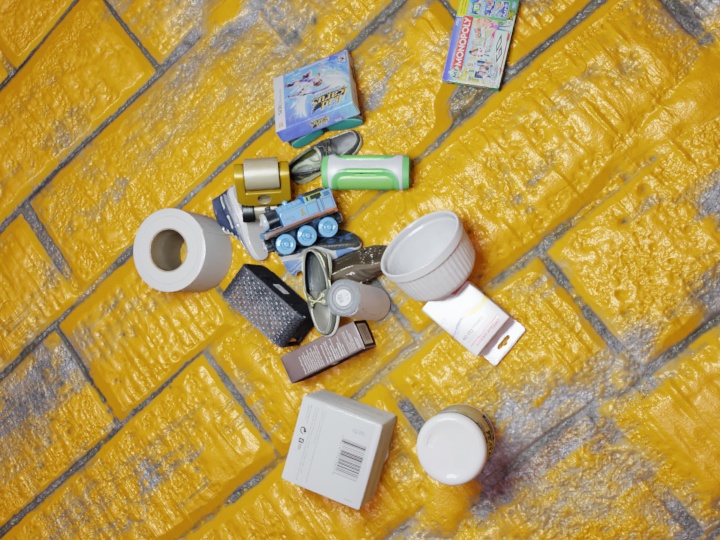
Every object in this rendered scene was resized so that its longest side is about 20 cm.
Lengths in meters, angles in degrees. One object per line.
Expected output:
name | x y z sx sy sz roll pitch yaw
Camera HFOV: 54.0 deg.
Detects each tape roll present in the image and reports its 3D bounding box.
tape roll | -0.437 -0.046 1.744 0.202 0.139 0.203 -1 88 18

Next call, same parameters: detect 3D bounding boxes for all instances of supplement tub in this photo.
supplement tub | 0.206 0.360 1.490 0.144 0.200 0.145 -1 88 18

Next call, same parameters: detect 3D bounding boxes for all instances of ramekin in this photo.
ramekin | 0.154 -0.025 1.530 0.200 0.200 0.105 -34 117 13

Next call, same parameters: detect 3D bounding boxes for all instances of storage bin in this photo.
storage bin | -0.209 0.081 1.667 0.200 0.135 0.094 41 100 15

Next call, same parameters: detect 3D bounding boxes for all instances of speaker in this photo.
speaker | 0.013 -0.225 1.622 0.199 0.088 0.089 1 88 7
speaker | 0.000 0.069 1.569 0.081 0.200 0.082 -3 83 21

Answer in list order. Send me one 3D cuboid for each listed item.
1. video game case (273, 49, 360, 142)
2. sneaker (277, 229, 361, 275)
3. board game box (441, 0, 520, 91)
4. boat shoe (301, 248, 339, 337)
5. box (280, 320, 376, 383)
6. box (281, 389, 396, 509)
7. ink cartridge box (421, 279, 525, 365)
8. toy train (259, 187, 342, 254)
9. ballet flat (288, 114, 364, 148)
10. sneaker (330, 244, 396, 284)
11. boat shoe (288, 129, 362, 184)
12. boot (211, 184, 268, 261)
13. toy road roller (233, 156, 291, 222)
video game case | -0.108 -0.413 1.665 0.199 0.045 0.182 -18 57 16
sneaker | -0.092 -0.042 1.679 0.199 0.076 0.077 -11 122 9
board game box | 0.272 -0.515 1.596 0.134 0.029 0.201 13 92 17
boat shoe | -0.094 0.049 1.586 0.072 0.060 0.202 -12 79 23
box | -0.073 0.188 1.639 0.200 0.100 0.075 -26 80 15
box | -0.046 0.400 1.605 0.199 0.131 0.200 16 93 18
ink cartridge box | 0.251 0.107 1.555 0.200 0.067 0.117 40 99 15
toy train | -0.140 -0.112 1.612 0.200 0.087 0.115 -23 99 -15
ballet flat | -0.090 -0.358 1.688 0.199 0.068 0.076 -17 73 20
sneaker | 0.000 0.000 1.647 0.199 0.076 0.071 -15 40 12
boat shoe | -0.089 -0.272 1.680 0.200 0.066 0.072 -28 78 14
boot | -0.298 -0.106 1.748 0.090 0.073 0.201 -25 81 34
toy road roller | -0.229 -0.214 1.662 0.122 0.200 0.146 -5 56 -6
